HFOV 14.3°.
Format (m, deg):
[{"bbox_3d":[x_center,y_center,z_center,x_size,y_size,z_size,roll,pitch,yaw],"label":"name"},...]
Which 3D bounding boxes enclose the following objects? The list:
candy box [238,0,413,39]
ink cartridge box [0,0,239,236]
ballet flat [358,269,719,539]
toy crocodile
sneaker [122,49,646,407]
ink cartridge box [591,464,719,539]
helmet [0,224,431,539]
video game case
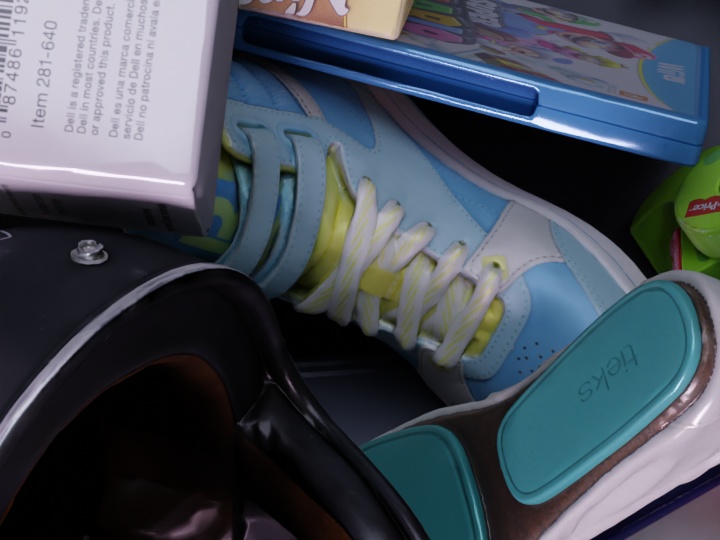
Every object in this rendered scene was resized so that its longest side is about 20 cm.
[{"bbox_3d":[-0.030,-0.130,0.942,0.115,0.056,0.200,13,17,2],"label":"candy box"},{"bbox_3d":[-0.132,-0.096,0.793,0.199,0.084,0.146,7,82,0],"label":"ink cartridge box"},{"bbox_3d":[0.053,0.066,0.857,0.069,0.200,0.070,28,44,-31],"label":"ballet flat"},{"bbox_3d":[0.129,0.024,0.892,0.062,0.068,0.200,-31,36,14],"label":"toy crocodile"},{"bbox_3d":[0.000,0.000,0.891,0.200,0.080,0.130,38,23,25],"label":"sneaker"},{"bbox_3d":[0.175,0.085,0.912,0.199,0.041,0.200,-28,66,-19],"label":"ink cartridge box"},{"bbox_3d":[-0.087,0.089,0.792,0.200,0.200,0.191,-35,85,-22],"label":"helmet"},{"bbox_3d":[0.018,-0.080,0.953,0.199,0.143,0.018,15,105,3],"label":"video game case"}]
